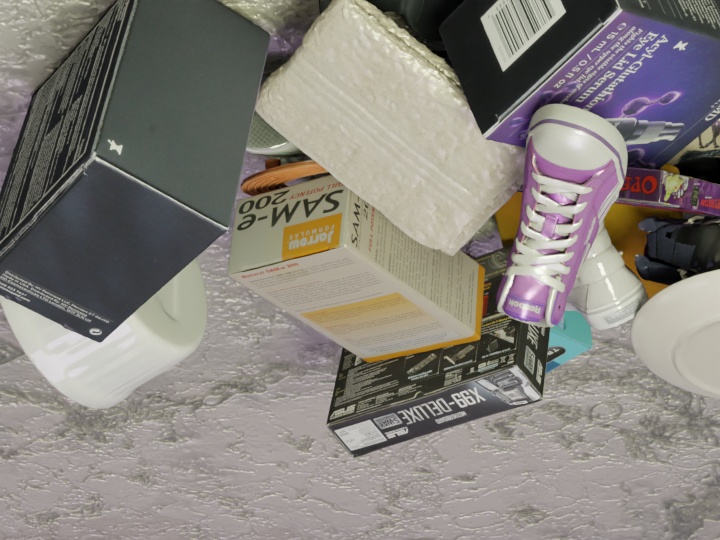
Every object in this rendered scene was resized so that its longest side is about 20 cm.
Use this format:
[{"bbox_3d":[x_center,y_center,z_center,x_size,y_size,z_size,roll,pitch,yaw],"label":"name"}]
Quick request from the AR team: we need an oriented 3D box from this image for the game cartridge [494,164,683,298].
[{"bbox_3d":[0.194,-0.050,1.488,0.175,0.033,0.201,20,154,22],"label":"game cartridge"}]

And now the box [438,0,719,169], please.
[{"bbox_3d":[0.182,-0.163,1.246,0.199,0.105,0.148,6,142,-41],"label":"box"}]

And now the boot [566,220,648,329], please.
[{"bbox_3d":[0.178,-0.018,1.427,0.073,0.096,0.200,-28,-169,-5],"label":"boot"}]

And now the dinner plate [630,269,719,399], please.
[{"bbox_3d":[0.309,0.059,1.339,0.198,0.024,0.201,4,147,2],"label":"dinner plate"}]

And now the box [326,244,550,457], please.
[{"bbox_3d":[0.072,0.068,1.540,0.199,0.158,0.050,-21,127,28],"label":"box"}]

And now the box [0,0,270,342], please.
[{"bbox_3d":[-0.178,-0.086,1.311,0.123,0.201,0.198,27,140,-23],"label":"box"}]

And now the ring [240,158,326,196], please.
[{"bbox_3d":[-0.001,-0.082,1.440,0.198,0.019,0.200,-4,173,0],"label":"ring"}]

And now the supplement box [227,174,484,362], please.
[{"bbox_3d":[0.000,0.000,1.453,0.125,0.074,0.200,-13,149,34],"label":"supplement box"}]

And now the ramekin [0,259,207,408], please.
[{"bbox_3d":[-0.217,0.007,1.485,0.097,0.202,0.200,-25,142,21],"label":"ramekin"}]

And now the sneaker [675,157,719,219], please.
[{"bbox_3d":[0.328,-0.060,1.477,0.198,0.078,0.140,4,162,-9],"label":"sneaker"}]

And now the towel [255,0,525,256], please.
[{"bbox_3d":[0.030,-0.108,1.290,0.200,0.035,0.133,38,127,-8],"label":"towel"}]

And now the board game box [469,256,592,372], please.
[{"bbox_3d":[0.106,0.057,1.710,0.199,0.047,0.151,23,140,-33],"label":"board game box"}]

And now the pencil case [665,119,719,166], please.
[{"bbox_3d":[0.331,-0.126,1.394,0.198,0.079,0.090,-2,160,2],"label":"pencil case"}]

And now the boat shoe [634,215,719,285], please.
[{"bbox_3d":[0.282,-0.013,1.413,0.092,0.075,0.200,7,174,21],"label":"boat shoe"}]

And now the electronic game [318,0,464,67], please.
[{"bbox_3d":[0.067,-0.205,1.289,0.198,0.042,0.201,-5,143,-4],"label":"electronic game"}]

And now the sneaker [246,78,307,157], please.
[{"bbox_3d":[-0.012,-0.130,1.401,0.198,0.071,0.080,-5,172,0],"label":"sneaker"}]

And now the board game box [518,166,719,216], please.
[{"bbox_3d":[0.168,-0.069,1.337,0.199,0.033,0.120,9,-174,35],"label":"board game box"}]

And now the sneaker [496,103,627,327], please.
[{"bbox_3d":[0.137,-0.025,1.213,0.072,0.115,0.201,16,154,12],"label":"sneaker"}]
